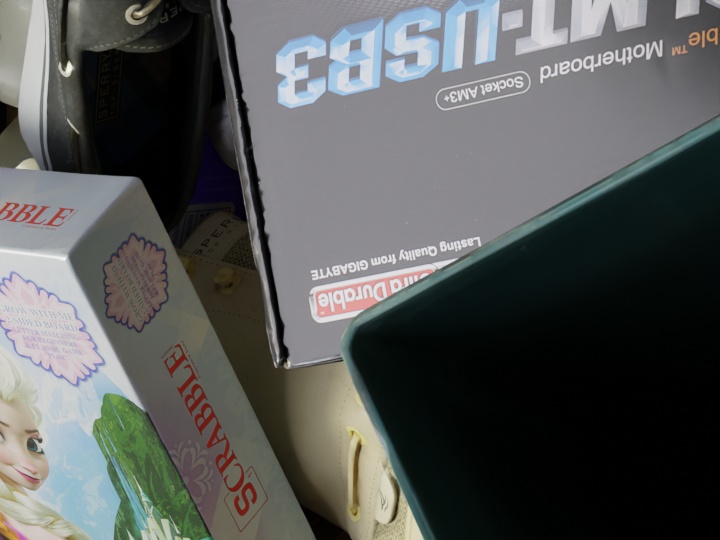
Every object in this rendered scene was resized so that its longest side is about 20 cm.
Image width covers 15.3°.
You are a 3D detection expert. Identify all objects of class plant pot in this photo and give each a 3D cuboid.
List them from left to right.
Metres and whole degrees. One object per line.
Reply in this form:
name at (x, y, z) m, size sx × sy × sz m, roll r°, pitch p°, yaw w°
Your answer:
plant pot at (0.113, 0.058, 0.640) m, size 0.141 × 0.200 × 0.142 m, roll -29°, pitch 72°, yaw 12°

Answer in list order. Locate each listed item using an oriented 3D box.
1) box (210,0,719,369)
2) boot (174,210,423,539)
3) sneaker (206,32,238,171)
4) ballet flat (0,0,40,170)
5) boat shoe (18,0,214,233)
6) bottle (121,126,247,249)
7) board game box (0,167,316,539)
box at (0.055, -0.085, 0.751) m, size 0.199 × 0.050 × 0.199 m, roll -10°, pitch 86°, yaw 23°
boot at (0.000, 0.000, 0.877) m, size 0.155 × 0.073 × 0.201 m, roll 27°, pitch 123°, yaw 40°
sneaker at (-0.022, -0.136, 0.879) m, size 0.115 × 0.075 × 0.200 m, roll 54°, pitch 136°, yaw 27°
ballet flat at (-0.121, -0.058, 1.013) m, size 0.074 × 0.074 × 0.201 m, roll 37°, pitch 127°, yaw 41°
boat shoe at (-0.071, -0.091, 0.843) m, size 0.057 × 0.068 × 0.200 m, roll 50°, pitch 151°, yaw 31°
bottle at (-0.089, 0.025, 0.997) m, size 0.083 × 0.065 × 0.201 m, roll 38°, pitch 124°, yaw 42°
board game box at (-0.117, 0.052, 0.909) m, size 0.199 × 0.041 × 0.200 m, roll 6°, pitch 132°, yaw 40°
